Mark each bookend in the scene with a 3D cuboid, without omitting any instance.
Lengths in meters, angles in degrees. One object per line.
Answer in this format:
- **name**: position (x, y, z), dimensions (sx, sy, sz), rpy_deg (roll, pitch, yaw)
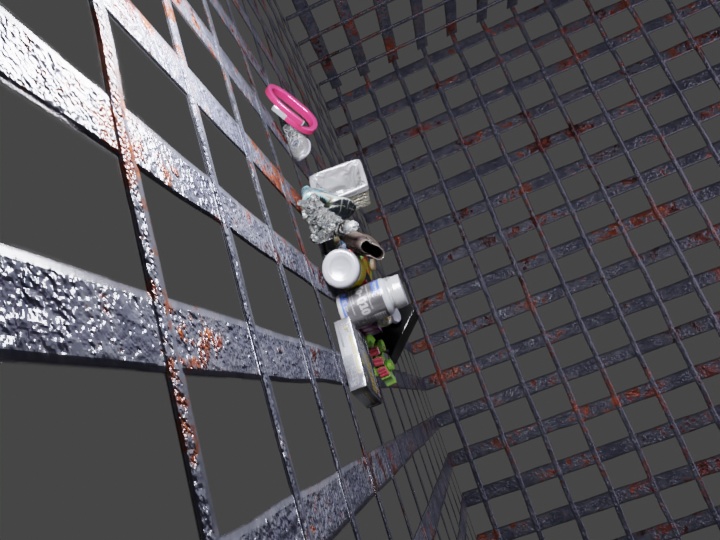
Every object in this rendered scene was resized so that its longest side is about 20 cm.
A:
- **bookend**: position (0.084, 0.207, 1.926), dimensions (0.202, 0.196, 0.092), rpy_deg (-61, 153, -17)

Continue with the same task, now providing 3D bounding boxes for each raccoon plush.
- **raccoon plush**: position (-0.088, -0.163, 1.460), dimensions (0.096, 0.197, 0.136), rpy_deg (-36, 107, -50)

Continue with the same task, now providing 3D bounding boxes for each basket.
- **basket**: position (-0.068, -0.284, 1.854), dimensions (0.124, 0.196, 0.138), rpy_deg (66, 6, -58)

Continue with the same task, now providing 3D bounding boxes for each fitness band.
- **fitness band**: position (-0.221, -0.518, 1.666), dimensions (0.199, 0.037, 0.145), rpy_deg (37, 29, -18)

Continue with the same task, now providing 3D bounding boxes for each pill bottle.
- **pill bottle**: position (0.036, 0.093, 1.537), dimensions (0.114, 0.197, 0.116), rpy_deg (-22, 90, -83)
- **pill bottle**: position (-0.042, 0.001, 1.555), dimensions (0.200, 0.111, 0.115), rpy_deg (24, 45, -80)

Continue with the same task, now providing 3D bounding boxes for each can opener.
- **can opener**: position (-0.124, -0.122, 1.600), dimensions (0.066, 0.053, 0.202), rpy_deg (22, 38, -34)

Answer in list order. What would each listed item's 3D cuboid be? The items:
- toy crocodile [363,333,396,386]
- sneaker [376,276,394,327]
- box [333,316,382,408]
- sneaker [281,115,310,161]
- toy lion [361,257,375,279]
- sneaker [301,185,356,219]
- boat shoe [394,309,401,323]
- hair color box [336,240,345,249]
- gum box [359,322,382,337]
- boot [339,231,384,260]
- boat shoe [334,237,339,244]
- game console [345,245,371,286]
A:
- **toy crocodile**: position (0.062, 0.296, 1.704), dimensions (0.062, 0.066, 0.203), rpy_deg (-73, 140, -70)
- **sneaker**: position (0.083, 0.110, 1.652), dimensions (0.201, 0.072, 0.117), rpy_deg (98, -24, -61)
- **box**: position (-0.005, 0.247, 1.389), dimensions (0.159, 0.047, 0.203), rpy_deg (60, 11, -55)
- **sneaker**: position (-0.222, -0.439, 1.686), dimensions (0.082, 0.074, 0.202), rpy_deg (32, 30, -52)
- **toy lion**: position (0.018, 0.034, 2.014), dimensions (0.192, 0.067, 0.205), rpy_deg (-18, 101, -77)
- **sneaker**: position (-0.099, -0.224, 1.627), dimensions (0.197, 0.078, 0.087), rpy_deg (12, 37, -39)
- **boat shoe**: position (0.060, 0.127, 1.877), dimensions (0.200, 0.071, 0.072), rpy_deg (43, 36, 10)
- **hair color box**: position (-0.059, -0.050, 1.790), dimensions (0.100, 0.059, 0.204), rpy_deg (42, 28, -76)
- **gum box**: position (0.013, 0.150, 1.741), dimensions (0.200, 0.065, 0.115), rpy_deg (52, 17, -68)
- **boot**: position (0.024, -0.065, 1.533), dimensions (0.198, 0.071, 0.145), rpy_deg (19, 6, -39)
- **boat shoe**: position (-0.088, -0.143, 1.689), dimensions (0.062, 0.074, 0.202), rpy_deg (24, 28, -26)
- **game console**: position (0.000, 0.000, 1.758), dimensions (0.179, 0.031, 0.200), rpy_deg (65, 4, 14)
